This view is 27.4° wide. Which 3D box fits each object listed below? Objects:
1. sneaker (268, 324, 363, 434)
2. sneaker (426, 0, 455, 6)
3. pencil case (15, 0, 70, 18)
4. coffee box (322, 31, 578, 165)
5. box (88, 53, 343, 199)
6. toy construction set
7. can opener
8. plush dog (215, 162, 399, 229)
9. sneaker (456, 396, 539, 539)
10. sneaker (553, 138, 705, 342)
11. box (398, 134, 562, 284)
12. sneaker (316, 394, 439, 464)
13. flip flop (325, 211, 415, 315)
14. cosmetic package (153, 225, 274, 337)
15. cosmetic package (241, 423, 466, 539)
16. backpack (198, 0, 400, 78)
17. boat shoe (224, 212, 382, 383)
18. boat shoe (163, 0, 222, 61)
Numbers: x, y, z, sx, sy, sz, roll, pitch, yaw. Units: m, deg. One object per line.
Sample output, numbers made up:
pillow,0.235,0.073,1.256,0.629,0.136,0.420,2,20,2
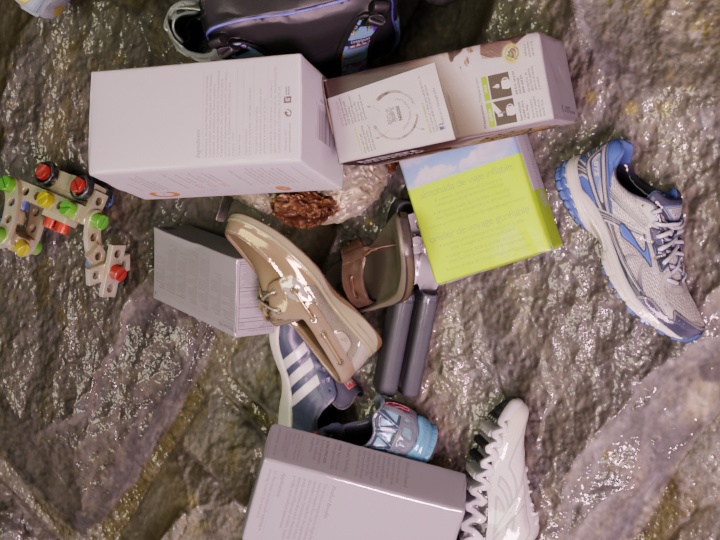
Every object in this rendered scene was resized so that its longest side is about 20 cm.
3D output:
sneaker,-0.040,0.101,1.540,0.084,0.075,0.200,3,107,28
sneaker,0.021,-0.318,1.425,0.115,0.075,0.200,-36,68,38
pencil case,-0.306,-0.361,1.620,0.200,0.083,0.091,-34,58,34
coffee box,0.082,-0.151,1.323,0.200,0.113,0.080,-11,90,19
box,-0.128,-0.126,1.334,0.200,0.124,0.098,-2,81,16
toy construction set,-0.349,-0.050,1.701,0.200,0.092,0.131,22,86,21
can opener,0.049,0.030,1.484,0.066,0.053,0.200,-145,60,-63
plush dog,-0.053,-0.099,1.468,0.172,0.200,0.161,22,144,39
sneaker,0.139,0.221,1.447,0.081,0.075,0.200,13,97,-3
sneaker,0.254,-0.030,1.315,0.085,0.077,0.200,-37,78,28
box,0.102,-0.099,1.405,0.122,0.048,0.200,-18,88,22
sneaker,-0.019,0.195,1.501,0.200,0.079,0.096,-41,111,16
flip flop,0.000,0.000,1.456,0.200,0.058,0.081,-29,63,60
cosmetic package,-0.157,0.008,1.565,0.200,0.051,0.083,20,110,56
cosmetic package,-0.006,0.229,1.433,0.200,0.074,0.102,15,115,-3
backpack,-0.052,-0.249,1.364,0.182,0.200,0.135,-11,80,4
boat shoe,-0.066,0.027,1.451,0.200,0.065,0.072,46,165,-15
boat shoe,-0.164,-0.244,1.515,0.072,0.068,0.200,-58,37,12
